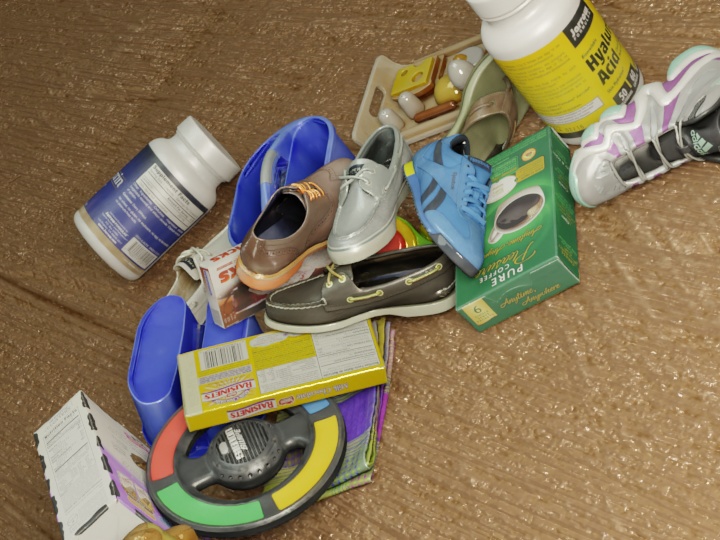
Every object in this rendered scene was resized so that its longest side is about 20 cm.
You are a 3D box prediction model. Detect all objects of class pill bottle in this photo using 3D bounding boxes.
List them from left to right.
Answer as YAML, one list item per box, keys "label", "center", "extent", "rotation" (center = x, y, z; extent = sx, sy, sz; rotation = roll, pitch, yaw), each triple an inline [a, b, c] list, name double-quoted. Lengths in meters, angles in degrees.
- label: "pill bottle"
  center: [-0.253, -0.093, 2.039]
  extent: [0.200, 0.116, 0.116]
  rotation: [-43, 32, 2]
- label: "pill bottle"
  center: [0.189, -0.229, 1.617]
  extent: [0.111, 0.200, 0.112]
  rotation: [-29, 36, 24]

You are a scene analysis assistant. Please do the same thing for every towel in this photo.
- label: "towel"
  center: [-0.034, 0.144, 1.616]
  extent: [0.143, 0.023, 0.201]
  rotation: [-23, 38, 30]

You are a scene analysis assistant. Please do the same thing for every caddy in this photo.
- label: "caddy"
  center: [-0.167, 0.113, 1.727]
  extent: [0.140, 0.105, 0.201]
  rotation: [-7, 43, 11]
- label: "caddy"
  center: [-0.077, -0.086, 1.825]
  extent: [0.141, 0.105, 0.201]
  rotation: [-24, 38, 28]

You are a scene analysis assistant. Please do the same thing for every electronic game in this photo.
- label: "electronic game"
  center: [-0.110, 0.174, 1.553]
  extent: [0.198, 0.042, 0.201]
  rotation: [-10, 42, 9]

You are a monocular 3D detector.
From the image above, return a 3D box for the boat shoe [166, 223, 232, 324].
- label: "boat shoe"
  center: [-0.184, 0.006, 1.892]
  extent: [0.071, 0.070, 0.201]
  rotation: [4, 56, 50]

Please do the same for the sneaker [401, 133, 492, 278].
- label: "sneaker"
  center: [0.097, -0.072, 1.591]
  extent: [0.078, 0.066, 0.201]
  rotation: [-36, 32, 14]

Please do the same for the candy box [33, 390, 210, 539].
- label: "candy box"
  center: [-0.227, 0.235, 1.593]
  extent: [0.071, 0.168, 0.200]
  rotation: [-42, 33, 3]

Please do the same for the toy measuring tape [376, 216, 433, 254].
- label: "toy measuring tape"
  center: [0.000, 0.000, 1.687]
  extent: [0.200, 0.074, 0.074]
  rotation: [-37, 33, 7]

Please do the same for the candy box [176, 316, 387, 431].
- label: "candy box"
  center: [-0.079, 0.097, 1.594]
  extent: [0.198, 0.027, 0.102]
  rotation: [-13, 37, -3]

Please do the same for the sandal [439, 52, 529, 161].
- label: "sandal"
  center: [0.134, -0.146, 1.706]
  extent: [0.202, 0.080, 0.057]
  rotation: [-61, 30, -7]

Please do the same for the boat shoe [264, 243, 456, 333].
- label: "boat shoe"
  center: [-0.002, 0.014, 1.615]
  extent: [0.200, 0.061, 0.072]
  rotation: [-9, 33, 4]

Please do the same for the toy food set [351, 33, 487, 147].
- label: "toy food set"
  center: [0.085, -0.227, 1.861]
  extent: [0.199, 0.060, 0.144]
  rotation: [-17, 42, 36]

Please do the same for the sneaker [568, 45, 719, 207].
- label: "sneaker"
  center: [0.292, -0.120, 1.495]
  extent: [0.200, 0.078, 0.140]
  rotation: [-45, 32, 0]

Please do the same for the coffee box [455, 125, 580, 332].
- label: "coffee box"
  center: [0.152, -0.042, 1.596]
  extent: [0.123, 0.044, 0.201]
  rotation: [-29, 35, 26]

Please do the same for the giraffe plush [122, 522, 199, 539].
- label: "giraffe plush"
  center: [-0.109, 0.301, 1.393]
  extent: [0.161, 0.201, 0.173]
  rotation: [-20, 15, 25]

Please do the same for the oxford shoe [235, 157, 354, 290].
- label: "oxford shoe"
  center: [-0.052, -0.062, 1.658]
  extent: [0.071, 0.073, 0.200]
  rotation: [28, 50, 14]

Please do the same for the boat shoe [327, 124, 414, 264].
- label: "boat shoe"
  center: [0.005, -0.082, 1.650]
  extent: [0.070, 0.072, 0.201]
  rotation: [-10, 30, 25]

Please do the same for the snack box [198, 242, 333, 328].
- label: "snack box"
  center: [-0.075, -0.013, 1.711]
  extent: [0.199, 0.072, 0.024]
  rotation: [-27, 28, -27]
